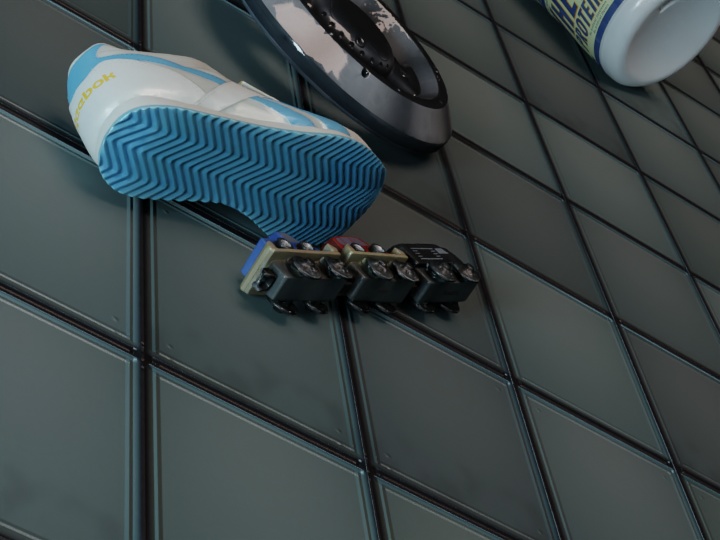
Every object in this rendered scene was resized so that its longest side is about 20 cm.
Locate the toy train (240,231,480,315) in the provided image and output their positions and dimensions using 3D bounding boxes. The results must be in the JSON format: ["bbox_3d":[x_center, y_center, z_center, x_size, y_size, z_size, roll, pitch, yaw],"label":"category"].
[{"bbox_3d":[0.000,0.000,1.009,0.046,0.034,0.200,45,23,26],"label":"toy train"}]

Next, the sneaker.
[{"bbox_3d":[-0.067,-0.072,0.995,0.200,0.077,0.081,18,27,-44],"label":"sneaker"}]

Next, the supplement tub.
[{"bbox_3d":[0.246,-0.292,1.798,0.145,0.145,0.200,9,35,-50],"label":"supplement tub"}]

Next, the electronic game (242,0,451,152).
[{"bbox_3d":[-0.013,-0.158,1.265,0.200,0.042,0.200,39,22,-19],"label":"electronic game"}]
